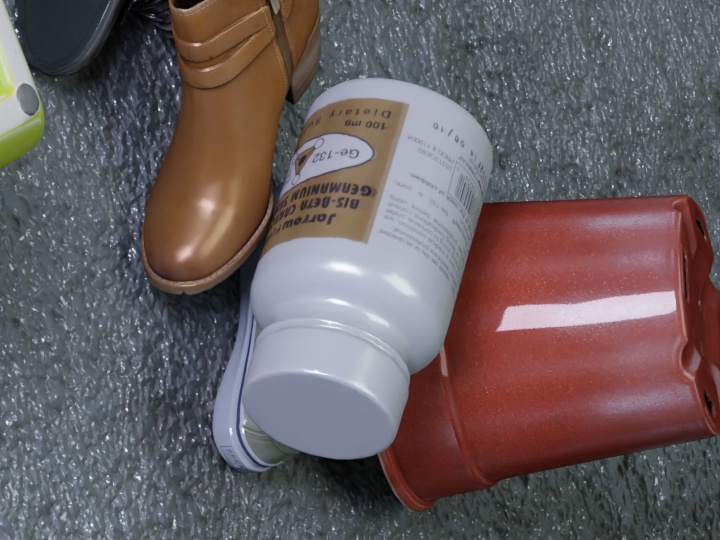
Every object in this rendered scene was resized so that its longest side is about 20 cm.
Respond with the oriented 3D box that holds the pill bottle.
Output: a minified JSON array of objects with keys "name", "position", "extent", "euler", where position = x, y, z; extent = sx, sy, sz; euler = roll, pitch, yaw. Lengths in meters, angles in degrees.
[{"name":"pill bottle","position":[0.000,0.000,1.689],"extent":[0.114,0.114,0.200],"euler":[46,47,-38]}]

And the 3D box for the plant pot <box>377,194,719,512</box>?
[{"name":"plant pot","position":[0.117,0.038,1.824],"extent":[0.201,0.195,0.201],"euler":[-7,90,-75]}]

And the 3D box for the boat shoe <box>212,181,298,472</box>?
[{"name":"boat shoe","position":[-0.034,0.030,1.769],"extent":[0.072,0.062,0.200],"euler":[42,47,-41]}]

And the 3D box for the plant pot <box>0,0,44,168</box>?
[{"name":"plant pot","position":[-0.271,-0.097,1.354],"extent":[0.200,0.181,0.199],"euler":[-34,108,-54]}]

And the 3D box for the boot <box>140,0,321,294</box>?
[{"name":"boot","position":[-0.078,-0.099,1.661],"extent":[0.200,0.077,0.155],"euler":[-60,160,-21]}]

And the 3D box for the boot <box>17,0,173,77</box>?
[{"name":"boot","position":[-0.109,-0.154,1.724],"extent":[0.174,0.069,0.200],"euler":[52,47,-45]}]
